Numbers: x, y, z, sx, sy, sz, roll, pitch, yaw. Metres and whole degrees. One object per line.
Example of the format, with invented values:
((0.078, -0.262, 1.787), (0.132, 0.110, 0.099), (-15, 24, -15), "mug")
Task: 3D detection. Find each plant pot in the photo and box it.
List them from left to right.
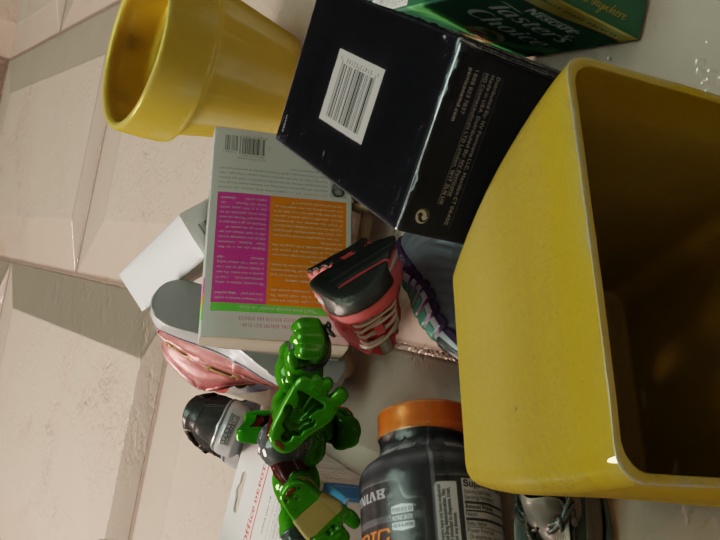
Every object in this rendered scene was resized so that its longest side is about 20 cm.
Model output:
((-0.174, -0.235, 1.161), (0.200, 0.186, 0.204), (-28, 55, 50), "plant pot")
((0.152, 0.035, 0.552), (0.176, 0.197, 0.204), (141, 133, -56), "plant pot")

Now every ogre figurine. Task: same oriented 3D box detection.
((-0.047, 0.130, 0.784), (0.120, 0.096, 0.203), (-128, 21, -76), "ogre figurine")

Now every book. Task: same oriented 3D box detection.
((-0.075, -0.028, 0.914), (0.048, 0.131, 0.204), (122, 152, -65), "book")

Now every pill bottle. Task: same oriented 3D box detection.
((0.052, 0.197, 0.722), (0.106, 0.105, 0.203), (-34, 51, 48), "pill bottle")

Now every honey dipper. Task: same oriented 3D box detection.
((0.000, 0.000, 0.947), (0.038, 0.037, 0.204), (5, 87, 58), "honey dipper")

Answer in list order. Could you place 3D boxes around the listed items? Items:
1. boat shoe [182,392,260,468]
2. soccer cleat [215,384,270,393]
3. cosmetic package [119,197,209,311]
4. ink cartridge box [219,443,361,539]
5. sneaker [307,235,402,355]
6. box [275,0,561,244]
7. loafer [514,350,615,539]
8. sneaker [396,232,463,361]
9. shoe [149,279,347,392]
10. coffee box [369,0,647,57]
((-0.143, 0.155, 1.008), (0.200, 0.065, 0.071), (97, -165, -81), "boat shoe")
((-0.088, 0.090, 1.031), (0.197, 0.073, 0.070), (-13, 67, 36), "soccer cleat")
((-0.132, -0.046, 1.030), (0.052, 0.199, 0.150), (54, 138, 1), "cosmetic package")
((-0.049, 0.228, 0.907), (0.199, 0.067, 0.118), (17, 92, 58), "ink cartridge box")
((0.010, 0.026, 0.789), (0.088, 0.073, 0.200), (62, 178, -6), "sneaker")
((0.076, -0.095, 0.700), (0.200, 0.196, 0.125), (42, 117, 55), "box")
((0.124, 0.135, 0.667), (0.071, 0.062, 0.204), (-7, 73, 57), "loafer")
((0.081, 0.003, 0.779), (0.088, 0.074, 0.200), (-60, 35, 17), "sneaker")
((-0.105, 0.079, 0.960), (0.092, 0.197, 0.072), (95, -162, -55), "shoe")
((0.104, -0.202, 0.768), (0.199, 0.121, 0.045), (8, 84, 57), "coffee box")
